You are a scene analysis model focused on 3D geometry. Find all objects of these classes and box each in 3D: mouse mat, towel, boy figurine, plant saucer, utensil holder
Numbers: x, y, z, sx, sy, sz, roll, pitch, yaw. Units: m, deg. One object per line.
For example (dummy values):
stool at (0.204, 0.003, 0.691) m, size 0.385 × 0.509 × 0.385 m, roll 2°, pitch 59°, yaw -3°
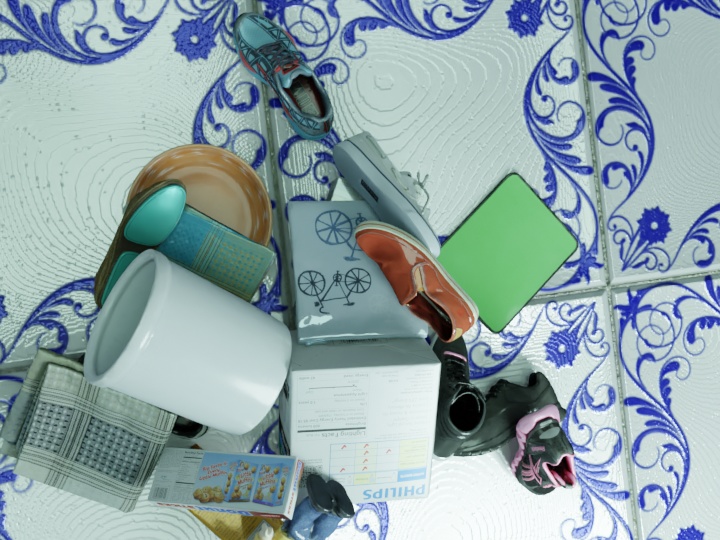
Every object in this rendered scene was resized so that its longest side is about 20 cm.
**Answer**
mouse mat at (0.217, -0.027, 1.239) m, size 0.200 × 0.008 × 0.161 m, roll -45°, pitch 98°, yaw -10°
towel at (-0.354, 0.212, 1.059) m, size 0.198 × 0.035 × 0.194 m, roll 26°, pitch 116°, yaw -9°
towel at (-0.221, 0.026, 1.102) m, size 0.146 × 0.022 × 0.201 m, roll 28°, pitch 101°, yaw -14°
boy figurine at (-0.088, 0.353, 1.048) m, size 0.124 × 0.065 × 0.201 m, roll 23°, pitch 113°, yaw -36°
plant saucer at (-0.220, -0.070, 1.132) m, size 0.198 × 0.037 × 0.203 m, roll 0°, pitch 90°, yaw -12°
utensil holder at (-0.209, 0.094, 1.016) m, size 0.199 × 0.169 × 0.171 m, roll 29°, pitch 83°, yaw -30°

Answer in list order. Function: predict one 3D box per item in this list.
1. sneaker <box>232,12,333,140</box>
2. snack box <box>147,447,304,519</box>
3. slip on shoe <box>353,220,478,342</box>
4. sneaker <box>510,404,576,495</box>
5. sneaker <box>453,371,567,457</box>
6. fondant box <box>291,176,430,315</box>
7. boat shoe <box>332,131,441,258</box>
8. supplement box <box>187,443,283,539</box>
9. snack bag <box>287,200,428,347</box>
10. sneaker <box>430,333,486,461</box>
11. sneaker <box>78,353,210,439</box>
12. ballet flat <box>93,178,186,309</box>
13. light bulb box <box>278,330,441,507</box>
sneaker at (-0.097, -0.276, 1.129) m, size 0.079 × 0.095 × 0.201 m, roll -40°, pitch 97°, yaw -10°
snack box at (-0.170, 0.264, 1.032) m, size 0.198 × 0.024 × 0.073 m, roll -1°, pitch 57°, yaw 23°
slip on shoe at (0.067, 0.013, 1.065) m, size 0.200 × 0.074 × 0.061 m, roll 45°, pitch 54°, yaw -3°
sneaker at (0.266, 0.277, 1.161) m, size 0.078 × 0.096 × 0.201 m, roll -27°, pitch 140°, yaw -10°
sneaker at (0.200, 0.211, 1.209) m, size 0.198 × 0.076 × 0.092 m, roll -19°, pitch 84°, yaw -18°
fondant box at (0.001, -0.013, 1.168) m, size 0.143 × 0.058 × 0.202 m, roll 18°, pitch 87°, yaw -11°
boat shoe at (0.055, -0.107, 1.105) m, size 0.086 × 0.075 × 0.202 m, roll -35°, pitch 75°, yaw -24°
supplement box at (-0.174, 0.328, 1.124) m, size 0.200 × 0.067 × 0.069 m, roll 42°, pitch 82°, yaw -9°
snack bag at (0.000, 0.000, 1.105) m, size 0.186 × 0.021 × 0.202 m, roll -2°, pitch 75°, yaw -14°
sneaker at (0.137, 0.155, 1.146) m, size 0.070 × 0.099 × 0.202 m, roll 17°, pitch 59°, yaw -15°
sneaker at (-0.283, 0.162, 1.096) m, size 0.199 × 0.080 × 0.074 m, roll 27°, pitch 86°, yaw -9°
ballet flat at (-0.290, -0.042, 1.060) m, size 0.067 × 0.072 × 0.201 m, roll 15°, pitch 111°, yaw -40°
light bulb box at (-0.008, 0.192, 1.102) m, size 0.196 × 0.125 × 0.202 m, roll -1°, pitch 110°, yaw -12°
